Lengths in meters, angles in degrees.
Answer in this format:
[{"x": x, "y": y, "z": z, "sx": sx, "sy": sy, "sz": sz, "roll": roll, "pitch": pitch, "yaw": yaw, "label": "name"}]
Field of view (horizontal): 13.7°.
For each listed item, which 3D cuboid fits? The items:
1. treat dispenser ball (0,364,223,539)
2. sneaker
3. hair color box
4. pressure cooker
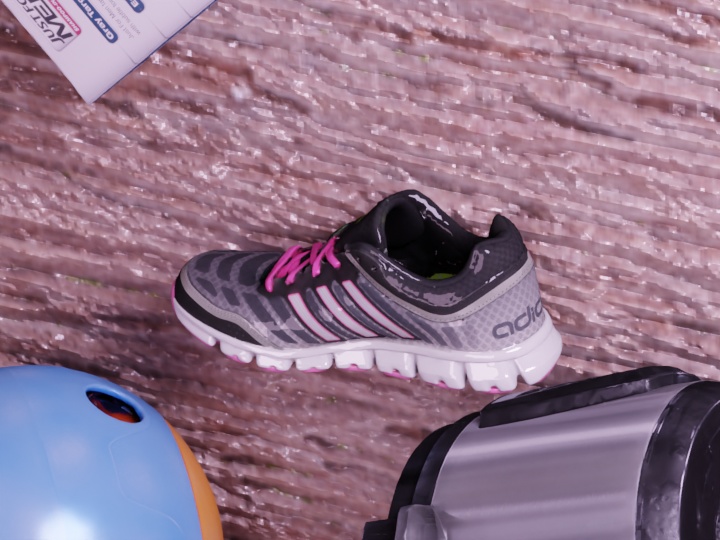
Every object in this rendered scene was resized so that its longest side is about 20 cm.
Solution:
[{"x": -0.170, "y": 0.150, "z": 1.551, "sx": 0.200, "sy": 0.201, "sz": 0.202, "roll": 15, "pitch": 126, "yaw": 22, "label": "treat dispenser ball"}, {"x": 0.000, "y": 0.000, "z": 1.440, "sx": 0.199, "sy": 0.074, "sz": 0.088, "roll": 7, "pitch": 121, "yaw": 23, "label": "sneaker"}, {"x": -0.088, "y": -0.172, "z": 1.385, "sx": 0.100, "sy": 0.061, "sz": 0.200, "roll": 50, "pitch": 131, "yaw": -6, "label": "hair color box"}, {"x": 0.102, "y": 0.145, "z": 1.401, "sx": 0.199, "sy": 0.179, "sz": 0.176, "roll": -10, "pitch": 117, "yaw": 34, "label": "pressure cooker"}]
